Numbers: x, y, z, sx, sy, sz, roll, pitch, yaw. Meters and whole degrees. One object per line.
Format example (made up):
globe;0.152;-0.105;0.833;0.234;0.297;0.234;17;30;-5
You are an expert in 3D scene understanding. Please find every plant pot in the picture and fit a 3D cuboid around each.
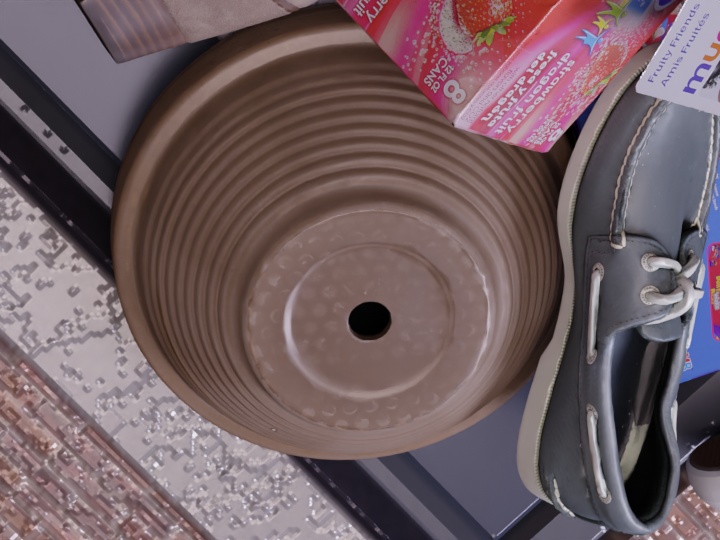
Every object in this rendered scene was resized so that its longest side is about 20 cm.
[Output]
plant pot;0.000;0.000;1.178;0.200;0.093;0.202;-3;115;-6

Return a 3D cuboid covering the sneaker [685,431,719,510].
sneaker;0.242;0.094;1.251;0.199;0.073;0.085;-10;105;-3

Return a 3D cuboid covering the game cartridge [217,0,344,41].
game cartridge;0.001;-0.187;1.151;0.129;0.038;0.201;1;119;-1

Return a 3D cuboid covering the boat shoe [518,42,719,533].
boat shoe;0.117;0.010;1.156;0.073;0.062;0.201;-3;114;-37

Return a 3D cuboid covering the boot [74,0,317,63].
boot;-0.064;-0.170;1.080;0.146;0.070;0.200;-34;138;-4

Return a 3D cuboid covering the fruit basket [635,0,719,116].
fruit basket;0.206;-0.125;1.079;0.094;0.200;0.186;40;108;29

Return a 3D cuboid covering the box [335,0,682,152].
box;0.085;-0.152;1.084;0.200;0.095;0.100;-49;67;14

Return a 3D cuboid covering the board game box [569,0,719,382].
board game box;0.156;-0.065;1.211;0.134;0.045;0.201;-17;107;0
